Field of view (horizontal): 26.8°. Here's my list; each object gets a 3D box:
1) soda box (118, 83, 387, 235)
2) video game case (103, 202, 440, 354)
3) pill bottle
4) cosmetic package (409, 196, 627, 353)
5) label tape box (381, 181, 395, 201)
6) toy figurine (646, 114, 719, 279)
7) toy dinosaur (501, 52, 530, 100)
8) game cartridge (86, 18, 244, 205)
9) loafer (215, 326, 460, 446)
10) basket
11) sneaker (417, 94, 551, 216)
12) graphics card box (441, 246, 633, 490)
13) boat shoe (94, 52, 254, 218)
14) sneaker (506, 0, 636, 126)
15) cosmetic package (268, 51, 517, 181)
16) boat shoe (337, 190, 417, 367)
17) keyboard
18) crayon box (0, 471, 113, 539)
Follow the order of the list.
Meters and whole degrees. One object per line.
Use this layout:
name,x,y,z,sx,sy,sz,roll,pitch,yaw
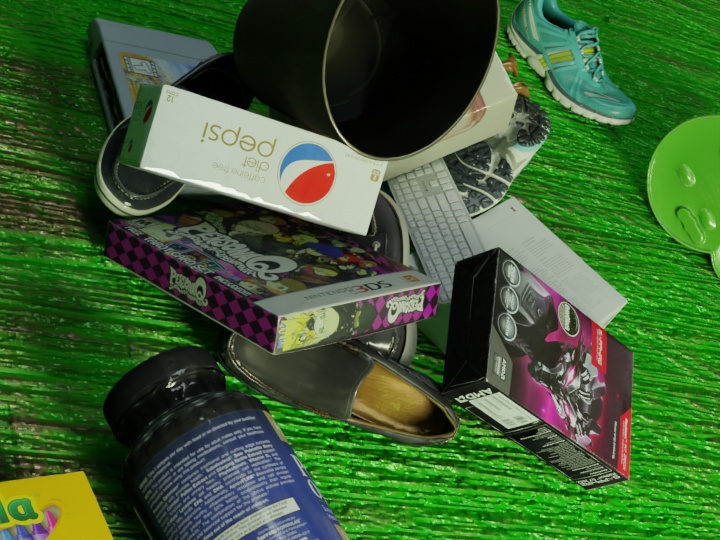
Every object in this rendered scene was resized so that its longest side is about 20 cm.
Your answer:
soda box,-0.083,-0.087,1.192,0.200,0.068,0.064,16,1,-25
video game case,-0.069,0.000,1.179,0.200,0.036,0.181,27,25,37
pill bottle,-0.088,0.152,0.995,0.112,0.112,0.200,-8,54,-43
cosmetic package,0.134,0.024,1.367,0.151,0.052,0.200,46,38,13
label tape box,-0.003,-0.161,1.459,0.143,0.066,0.200,16,38,-24
toy figurine,0.428,-0.086,1.679,0.184,0.150,0.200,-23,86,-60
toy dinosaur,0.112,-0.179,1.504,0.106,0.200,0.061,-16,89,-3
game cartridge,-0.163,-0.143,1.339,0.133,0.042,0.200,4,46,-30
loafer,-0.013,0.082,1.149,0.199,0.073,0.072,19,-2,-18
basket,-0.010,-0.176,1.189,0.136,0.181,0.200,36,-12,-29
sneaker,0.112,-0.086,1.451,0.078,0.086,0.200,40,51,13
graphics card box,0.150,0.083,1.232,0.200,0.051,0.126,35,50,-35
boat shoe,-0.148,-0.117,1.239,0.075,0.062,0.200,44,49,-5
sneaker,0.246,-0.244,1.736,0.077,0.080,0.200,-16,60,-47
cosmetic package,0.027,-0.145,1.343,0.200,0.087,0.104,-24,77,-9
boat shoe,0.000,0.000,1.273,0.063,0.073,0.200,16,44,-28
keyboard,0.068,-0.043,1.324,0.056,0.011,0.200,-19,44,-1
crayon box,-0.225,0.210,0.867,0.200,0.058,0.173,-2,49,-40
